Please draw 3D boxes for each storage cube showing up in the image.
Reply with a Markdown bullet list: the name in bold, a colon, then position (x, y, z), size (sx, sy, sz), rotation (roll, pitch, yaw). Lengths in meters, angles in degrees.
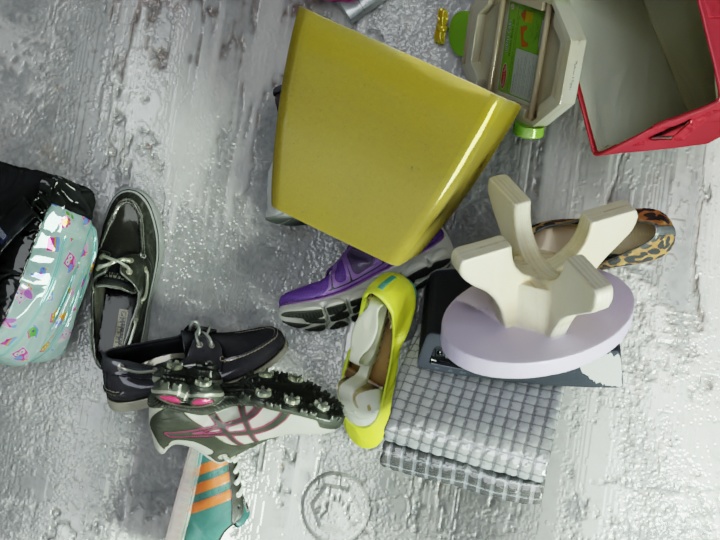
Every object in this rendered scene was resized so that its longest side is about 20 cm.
- **storage cube**: position (0.323, -0.227, 1.047), size (0.177, 0.170, 0.204), rotation (-8, 82, -32)

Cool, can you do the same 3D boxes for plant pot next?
- **plant pot**: position (0.020, -0.118, 1.020), size (0.198, 0.200, 0.179), rotation (26, 101, 9)

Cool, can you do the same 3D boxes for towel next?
- **towel**: position (0.118, 0.128, 1.066), size (0.163, 0.201, 0.087), rotation (12, 130, 11)

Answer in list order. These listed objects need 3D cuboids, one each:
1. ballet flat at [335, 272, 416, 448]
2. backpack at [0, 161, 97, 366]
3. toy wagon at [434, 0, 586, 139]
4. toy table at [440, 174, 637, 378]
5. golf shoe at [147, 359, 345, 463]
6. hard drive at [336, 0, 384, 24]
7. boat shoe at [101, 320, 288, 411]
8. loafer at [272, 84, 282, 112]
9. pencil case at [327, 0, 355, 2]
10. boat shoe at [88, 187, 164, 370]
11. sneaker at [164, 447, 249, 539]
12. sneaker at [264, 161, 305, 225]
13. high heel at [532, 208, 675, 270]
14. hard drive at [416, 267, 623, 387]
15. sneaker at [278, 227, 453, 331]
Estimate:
- **ballet flat**: position (0.006, 0.097, 1.092), size (0.066, 0.067, 0.203), rotation (23, 113, 24)
- **backpack**: position (-0.357, -0.002, 1.124), size (0.165, 0.126, 0.203), rotation (12, 84, 43)
- **toy wagon**: position (0.151, -0.233, 1.114), size (0.039, 0.199, 0.158), rotation (-9, 118, -33)
- **toy table**: position (0.167, 0.007, 0.988), size (0.198, 0.119, 0.184), rotation (-24, 45, -27)
- **golf shoe**: position (-0.114, 0.146, 1.076), size (0.196, 0.077, 0.090), rotation (8, 107, 0)
- **hard drive**: position (0.035, -0.385, 1.189), size (0.199, 0.027, 0.133), rotation (-35, 83, 0)
- **boat shoe**: position (-0.172, 0.088, 1.119), size (0.197, 0.073, 0.064), rotation (-16, 114, -11)
- **loafer**: position (0.005, -0.175, 1.153), size (0.196, 0.072, 0.064), rotation (-4, 89, 1)
- **pencil case**: position (-0.015, -0.391, 1.134), size (0.089, 0.094, 0.204), rotation (12, 87, 5)
- **boat shoe**: position (-0.254, 0.009, 1.156), size (0.069, 0.064, 0.204), rotation (2, 85, 4)
- **sneaker**: position (-0.148, 0.223, 1.131), size (0.079, 0.071, 0.204), rotation (15, 89, -2)
- **sneaker**: position (-0.007, -0.096, 1.145), size (0.196, 0.070, 0.082), rotation (-3, 82, 5)
- **high heel**: position (0.212, -0.025, 1.084), size (0.196, 0.143, 0.073), rotation (-9, 84, 3)
- **hard drive**: position (0.158, 0.051, 1.060), size (0.196, 0.136, 0.043), rotation (5, 129, 5)
- **sneaker**: position (0.000, 0.000, 1.144), size (0.197, 0.081, 0.084), rotation (-25, 70, -8)
